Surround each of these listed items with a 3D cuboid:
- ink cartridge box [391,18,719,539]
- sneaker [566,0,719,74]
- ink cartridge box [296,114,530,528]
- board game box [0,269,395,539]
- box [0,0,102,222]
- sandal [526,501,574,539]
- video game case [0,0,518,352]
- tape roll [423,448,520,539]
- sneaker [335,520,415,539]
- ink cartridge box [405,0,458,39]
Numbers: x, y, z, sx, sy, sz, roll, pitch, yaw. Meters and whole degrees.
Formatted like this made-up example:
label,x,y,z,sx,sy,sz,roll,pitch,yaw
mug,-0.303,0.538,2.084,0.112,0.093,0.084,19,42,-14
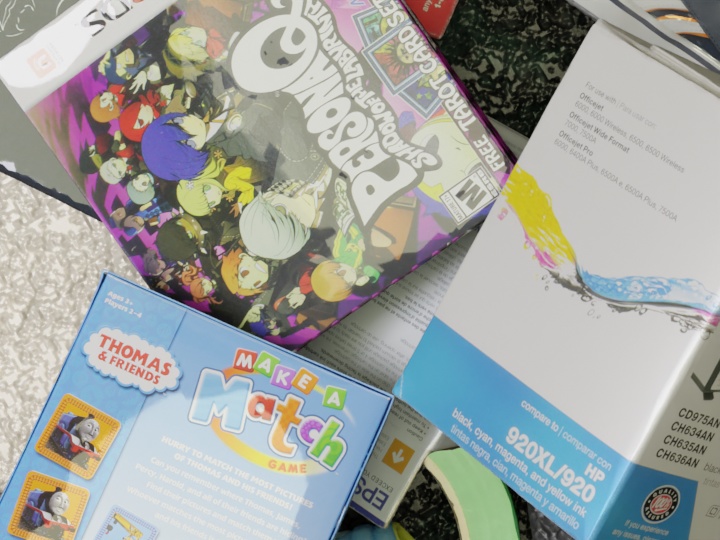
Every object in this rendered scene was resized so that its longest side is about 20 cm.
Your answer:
label,x,y,z,sx,sy,sz,roll,pitch,yaw
ink cartridge box,0.147,0.016,1.127,0.145,0.147,0.200,37,104,43
sneaker,0.165,-0.141,1.255,0.200,0.078,0.080,33,98,-9
ink cartridge box,0.000,0.000,1.243,0.196,0.043,0.200,32,95,33
board game box,-0.092,0.121,1.142,0.151,0.037,0.201,24,80,3
box,-0.164,-0.126,1.260,0.200,0.107,0.149,27,93,3
sandal,0.125,0.175,1.268,0.075,0.048,0.201,3,97,32
video game case,-0.047,-0.070,1.176,0.181,0.036,0.200,-34,94,10
tape roll,-0.016,0.147,1.285,0.200,0.048,0.201,0,92,4
sneaker,0.013,0.219,1.223,0.130,0.080,0.201,-17,91,5
ink cartridge box,-0.020,-0.224,1.204,0.199,0.084,0.145,23,115,0
